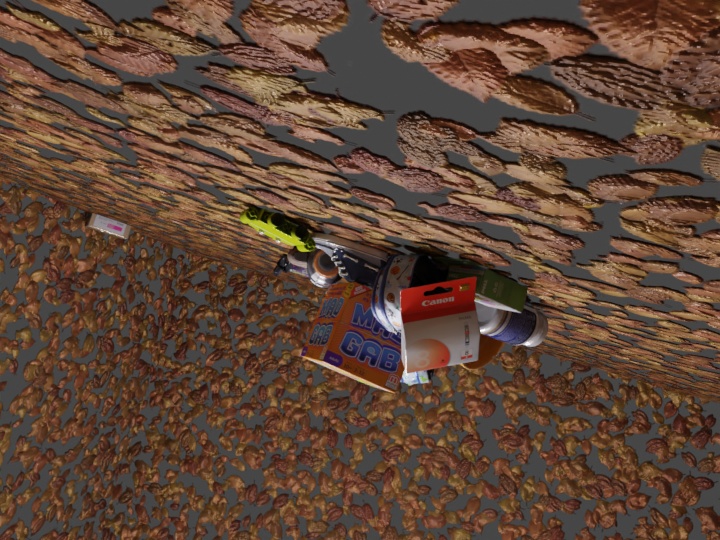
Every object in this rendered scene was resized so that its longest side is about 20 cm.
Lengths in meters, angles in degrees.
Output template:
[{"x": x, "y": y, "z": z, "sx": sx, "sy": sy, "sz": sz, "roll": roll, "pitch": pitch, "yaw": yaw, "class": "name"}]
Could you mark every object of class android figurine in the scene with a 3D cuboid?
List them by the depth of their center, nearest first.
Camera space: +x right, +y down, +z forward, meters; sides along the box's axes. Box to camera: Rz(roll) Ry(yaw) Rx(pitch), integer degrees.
[{"x": -0.192, "y": -0.096, "z": 1.447, "sx": 0.182, "sy": 0.041, "sz": 0.200, "roll": 27, "pitch": 169, "yaw": -23, "class": "android figurine"}]

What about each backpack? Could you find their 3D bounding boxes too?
[{"x": 0.111, "y": 0.053, "z": 1.363, "sx": 0.153, "sy": 0.201, "sz": 0.191, "roll": -1, "pitch": 152, "yaw": 23, "class": "backpack"}, {"x": 0.140, "y": 0.217, "z": 1.713, "sx": 0.200, "sy": 0.153, "sz": 0.163, "roll": 60, "pitch": -167, "yaw": -24, "class": "backpack"}]

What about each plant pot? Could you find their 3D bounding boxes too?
[{"x": 0.276, "y": 0.137, "z": 1.698, "sx": 0.200, "sy": 0.201, "sz": 0.183, "roll": 23, "pitch": -173, "yaw": -45, "class": "plant pot"}]

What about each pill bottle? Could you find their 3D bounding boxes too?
[{"x": 0.365, "y": 0.119, "z": 1.540, "sx": 0.199, "sy": 0.116, "sz": 0.116, "roll": 21, "pitch": 173, "yaw": -34, "class": "pill bottle"}, {"x": -0.090, "y": -0.012, "z": 1.666, "sx": 0.106, "sy": 0.107, "sz": 0.200, "roll": 17, "pitch": 174, "yaw": -3, "class": "pill bottle"}]

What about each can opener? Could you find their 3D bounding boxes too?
[{"x": -0.277, "y": -0.020, "z": 2.329, "sx": 0.063, "sy": 0.079, "sz": 0.200, "roll": 26, "pitch": 163, "yaw": -11, "class": "can opener"}]

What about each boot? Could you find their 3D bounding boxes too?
[{"x": -0.040, "y": -0.025, "z": 1.483, "sx": 0.199, "sy": 0.091, "sz": 0.073, "roll": 16, "pitch": 174, "yaw": 7, "class": "boot"}, {"x": -0.119, "y": -0.027, "z": 1.854, "sx": 0.199, "sy": 0.071, "sz": 0.146, "roll": 18, "pitch": 180, "yaw": -3, "class": "boot"}]

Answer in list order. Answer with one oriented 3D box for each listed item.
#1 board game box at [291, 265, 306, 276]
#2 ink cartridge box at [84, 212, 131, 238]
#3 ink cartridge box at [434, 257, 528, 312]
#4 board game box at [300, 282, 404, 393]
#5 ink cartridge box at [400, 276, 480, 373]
[{"x": -0.256, "y": -0.003, "z": 2.562, "sx": 0.120, "sy": 0.032, "sz": 0.200, "roll": 22, "pitch": 174, "yaw": -6, "class": "board game box"}, {"x": -1.283, "y": -0.225, "z": 3.177, "sx": 0.199, "sy": 0.075, "sz": 0.165, "roll": 21, "pitch": 171, "yaw": -30, "class": "ink cartridge box"}, {"x": 0.250, "y": 0.031, "z": 1.326, "sx": 0.199, "sy": 0.060, "sz": 0.104, "roll": 21, "pitch": 173, "yaw": -36, "class": "ink cartridge box"}, {"x": 0.001, "y": 0.162, "z": 1.545, "sx": 0.199, "sy": 0.201, "sz": 0.200, "roll": 26, "pitch": 168, "yaw": -17, "class": "board game box"}, {"x": 0.164, "y": 0.114, "z": 1.270, "sx": 0.161, "sy": 0.201, "sz": 0.050, "roll": -9, "pitch": -140, "yaw": -6, "class": "ink cartridge box"}]
